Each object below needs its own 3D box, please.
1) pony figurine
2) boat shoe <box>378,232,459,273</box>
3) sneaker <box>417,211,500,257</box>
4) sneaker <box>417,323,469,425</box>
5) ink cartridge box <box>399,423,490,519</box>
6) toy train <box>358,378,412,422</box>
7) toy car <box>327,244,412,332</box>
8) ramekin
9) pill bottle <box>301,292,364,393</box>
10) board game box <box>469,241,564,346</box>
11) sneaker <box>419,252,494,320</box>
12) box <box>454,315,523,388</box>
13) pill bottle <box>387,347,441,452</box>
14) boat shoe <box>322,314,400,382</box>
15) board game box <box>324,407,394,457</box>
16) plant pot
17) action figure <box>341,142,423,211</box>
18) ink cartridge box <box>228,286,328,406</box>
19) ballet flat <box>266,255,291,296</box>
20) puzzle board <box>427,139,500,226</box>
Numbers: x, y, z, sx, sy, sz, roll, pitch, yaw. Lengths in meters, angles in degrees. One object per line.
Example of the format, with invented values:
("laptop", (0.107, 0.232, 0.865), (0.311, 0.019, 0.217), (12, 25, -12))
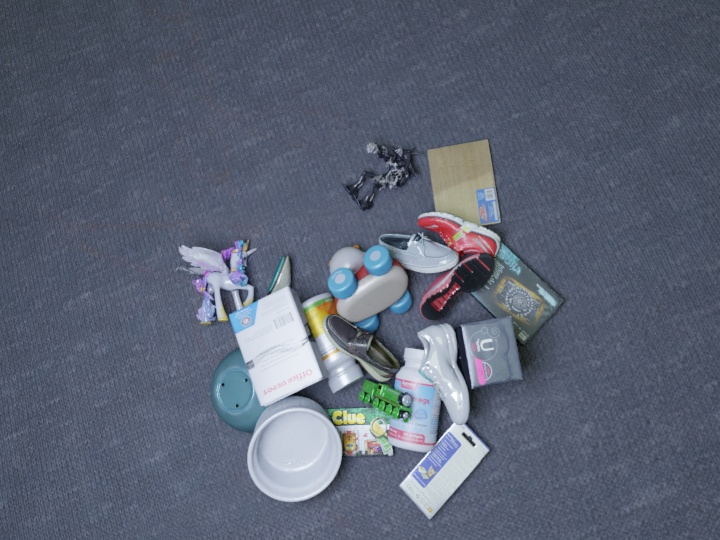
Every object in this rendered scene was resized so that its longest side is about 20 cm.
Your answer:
("pony figurine", (-0.338, 0.022, 1.242), (0.187, 0.166, 0.207), (2, 76, -23))
("boat shoe", (0.123, -0.046, 1.168), (0.196, 0.073, 0.071), (7, 43, 33))
("sneaker", (0.214, -0.073, 1.174), (0.195, 0.077, 0.087), (21, 88, 15))
("sneaker", (0.162, 0.216, 1.070), (0.086, 0.075, 0.206), (-6, 74, -19))
("ink cartridge box", (0.182, 0.428, 1.138), (0.094, 0.037, 0.201), (42, 92, 13))
("toy train", (0.053, 0.273, 1.114), (0.041, 0.199, 0.058), (24, 79, -23))
("toy car", (0.000, 0.000, 1.192), (0.174, 0.186, 0.202), (-31, 49, 2))
("ramekin", (-0.140, 0.371, 1.113), (0.194, 0.098, 0.208), (-2, 101, -10))
("pill bottle", (-0.070, 0.165, 1.180), (0.109, 0.111, 0.204), (-28, 78, 3))
("board game box", (0.338, 0.048, 1.176), (0.135, 0.028, 0.200), (-44, 77, 0))
("sneaker", (0.205, 0.020, 1.158), (0.199, 0.087, 0.074), (-40, 109, 17))
("box", (0.257, 0.170, 1.081), (0.103, 0.200, 0.126), (-10, 79, 4))
("pill bottle", (0.123, 0.277, 1.133), (0.105, 0.109, 0.207), (7, 82, 10))
("boat shoe", (0.006, 0.156, 1.121), (0.199, 0.065, 0.074), (39, 44, -13))
("board game box", (-0.022, 0.367, 1.187), (0.193, 0.023, 0.108), (-5, 78, 8))
("plant pot", (-0.259, 0.268, 1.183), (0.193, 0.135, 0.207), (-1, 81, 8))
("action figure", (0.056, -0.234, 1.231), (0.199, 0.102, 0.120), (-40, 66, 3))
("ink cartridge box", (-0.170, 0.160, 1.100), (0.141, 0.084, 0.205), (-23, 79, 3))
("ballet flat", (-0.200, 0.066, 1.252), (0.061, 0.067, 0.205), (25, 89, -16))
("puzzle board", (0.243, -0.199, 1.238), (0.146, 0.017, 0.207), (-8, 80, 7))
